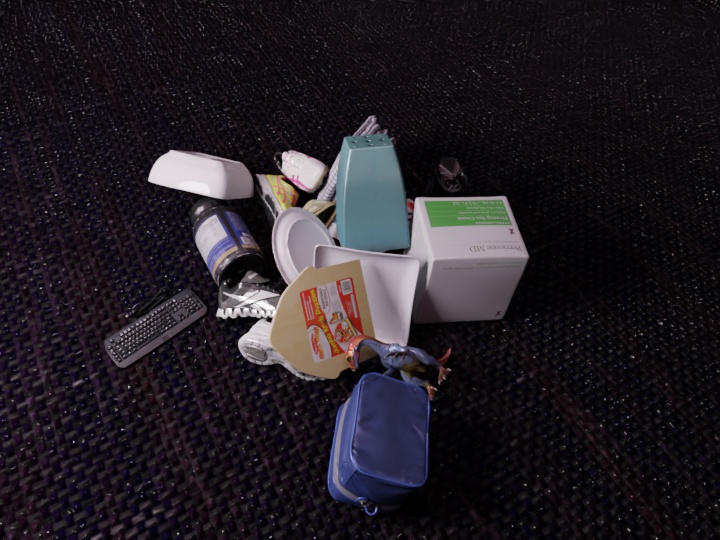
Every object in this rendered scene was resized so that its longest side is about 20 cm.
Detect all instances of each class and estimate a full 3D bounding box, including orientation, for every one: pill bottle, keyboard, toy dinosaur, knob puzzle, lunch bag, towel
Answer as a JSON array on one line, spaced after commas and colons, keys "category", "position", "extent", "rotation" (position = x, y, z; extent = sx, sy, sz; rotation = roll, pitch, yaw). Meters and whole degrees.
[{"category": "pill bottle", "position": [-0.281, -0.060, 1.255], "extent": [0.110, 0.113, 0.201], "rotation": [-20, 53, -22]}, {"category": "keyboard", "position": [-0.400, 0.092, 1.157], "extent": [0.103, 0.040, 0.199], "rotation": [37, 54, 23]}, {"category": "toy dinosaur", "position": [0.064, 0.167, 1.095], "extent": [0.180, 0.106, 0.200], "rotation": [34, 18, 2]}, {"category": "knob puzzle", "position": [-0.073, 0.092, 1.062], "extent": [0.217, 0.224, 0.030], "rotation": [-25, 12, -26]}, {"category": "lunch bag", "position": [0.027, 0.288, 0.973], "extent": [0.133, 0.133, 0.203], "rotation": [20, 47, -10]}, {"category": "towel", "position": [-0.009, -0.232, 1.398], "extent": [0.085, 0.166, 0.201], "rotation": [34, 50, 0]}]

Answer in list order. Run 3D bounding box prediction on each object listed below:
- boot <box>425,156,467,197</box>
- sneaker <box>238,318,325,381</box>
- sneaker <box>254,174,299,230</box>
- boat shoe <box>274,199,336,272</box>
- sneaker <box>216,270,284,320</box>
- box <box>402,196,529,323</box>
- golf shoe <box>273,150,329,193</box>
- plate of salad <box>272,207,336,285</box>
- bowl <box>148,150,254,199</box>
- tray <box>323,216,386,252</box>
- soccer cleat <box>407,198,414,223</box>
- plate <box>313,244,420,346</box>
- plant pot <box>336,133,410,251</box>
[{"category": "boot", "position": [0.196, -0.195, 1.387], "extent": [0.074, 0.170, 0.203], "rotation": [6, 47, 0]}, {"category": "sneaker", "position": [-0.122, 0.134, 1.128], "extent": [0.196, 0.079, 0.100], "rotation": [18, 45, 8]}, {"category": "sneaker", "position": [-0.175, -0.157, 1.377], "extent": [0.088, 0.079, 0.202], "rotation": [-11, 52, -24]}, {"category": "boat shoe", "position": [-0.116, -0.076, 1.298], "extent": [0.062, 0.074, 0.202], "rotation": [3, 45, 35]}, {"category": "sneaker", "position": [-0.189, 0.045, 1.150], "extent": [0.195, 0.093, 0.066], "rotation": [-3, 4, 18]}, {"category": "box", "position": [0.199, -0.020, 1.213], "extent": [0.194, 0.202, 0.174], "rotation": [-2, 50, -9]}, {"category": "golf shoe", "position": [-0.142, -0.231, 1.386], "extent": [0.074, 0.091, 0.199], "rotation": [-60, 31, -3]}, {"category": "plate of salad", "position": [-0.112, -0.029, 1.229], "extent": [0.198, 0.047, 0.204], "rotation": [28, 51, -42]}, {"category": "bowl", "position": [-0.343, -0.215, 1.343], "extent": [0.195, 0.077, 0.200], "rotation": [15, 10, 11]}, {"category": "tray", "position": [0.001, -0.087, 1.319], "extent": [0.106, 0.023, 0.198], "rotation": [-22, 34, -33]}, {"category": "soccer cleat", "position": [0.110, -0.111, 1.375], "extent": [0.068, 0.086, 0.200], "rotation": [26, 15, -38]}, {"category": "plate", "position": [0.004, 0.048, 1.144], "extent": [0.194, 0.204, 0.033], "rotation": [7, 28, 2]}, {"category": "plant pot", "position": [0.019, -0.160, 1.215], "extent": [0.138, 0.204, 0.142], "rotation": [-6, 28, -6]}]
